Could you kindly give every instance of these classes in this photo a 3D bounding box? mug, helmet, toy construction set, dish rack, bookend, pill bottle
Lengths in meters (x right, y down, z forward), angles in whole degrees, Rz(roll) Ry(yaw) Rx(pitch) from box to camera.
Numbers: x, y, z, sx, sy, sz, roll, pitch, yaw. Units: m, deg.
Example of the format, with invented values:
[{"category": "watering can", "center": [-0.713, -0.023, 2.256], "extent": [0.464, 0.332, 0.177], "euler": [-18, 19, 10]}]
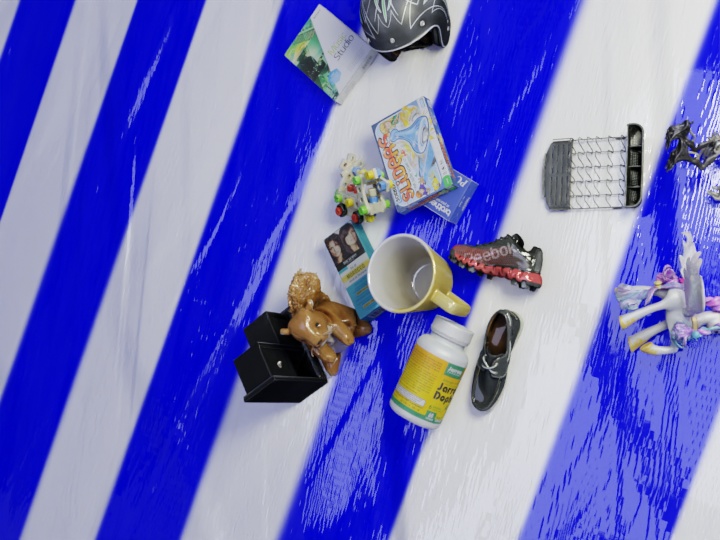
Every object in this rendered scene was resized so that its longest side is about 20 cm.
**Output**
[{"category": "mug", "center": [0.117, 0.032, 1.711], "extent": [0.148, 0.152, 0.189], "euler": [-30, 69, 22]}, {"category": "helmet", "center": [0.088, -0.537, 1.801], "extent": [0.197, 0.190, 0.204], "euler": [-6, 78, 29]}, {"category": "toy construction set", "center": [-0.004, -0.173, 1.824], "extent": [0.200, 0.090, 0.134], "euler": [-135, 38, -60]}, {"category": "dish rack", "center": [0.434, -0.187, 1.624], "extent": [0.197, 0.054, 0.157], "euler": [0, 81, 30]}, {"category": "bookend", "center": [-0.190, 0.171, 1.839], "extent": [0.092, 0.198, 0.202], "euler": [-36, 65, 21]}, {"category": "pill bottle", "center": [0.144, 0.196, 1.692], "extent": [0.112, 0.112, 0.203], "euler": [27, 95, 30]}]

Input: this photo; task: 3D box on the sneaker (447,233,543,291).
[{"category": "sneaker", "center": [0.267, -0.029, 1.683], "extent": [0.197, 0.071, 0.100], "euler": [16, 90, 29]}]

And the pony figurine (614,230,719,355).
[{"category": "pony figurine", "center": [0.542, 0.052, 1.483], "extent": [0.197, 0.167, 0.196], "euler": [-14, 107, 23]}]

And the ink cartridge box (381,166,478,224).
[{"category": "ink cartridge box", "center": [0.140, -0.187, 1.798], "extent": [0.199, 0.044, 0.095], "euler": [36, 102, 29]}]

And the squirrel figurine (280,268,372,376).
[{"category": "squirrel figurine", "center": [-0.100, 0.102, 1.805], "extent": [0.141, 0.186, 0.201], "euler": [-43, 64, 17]}]

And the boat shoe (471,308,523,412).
[{"category": "boat shoe", "center": [0.251, 0.172, 1.662], "extent": [0.071, 0.067, 0.204], "euler": [19, 93, 29]}]

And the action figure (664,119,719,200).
[{"category": "action figure", "center": [0.620, -0.194, 1.492], "extent": [0.196, 0.103, 0.121], "euler": [11, 52, -7]}]

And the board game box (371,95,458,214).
[{"category": "board game box", "center": [0.109, -0.235, 1.775], "extent": [0.134, 0.034, 0.203], "euler": [-26, 71, 26]}]

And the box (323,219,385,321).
[{"category": "box", "center": [0.000, 0.000, 1.844], "extent": [0.082, 0.049, 0.202], "euler": [-35, 67, 20]}]

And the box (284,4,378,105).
[{"category": "box", "center": [-0.069, -0.493, 1.975], "extent": [0.200, 0.036, 0.145], "euler": [45, 104, 29]}]
